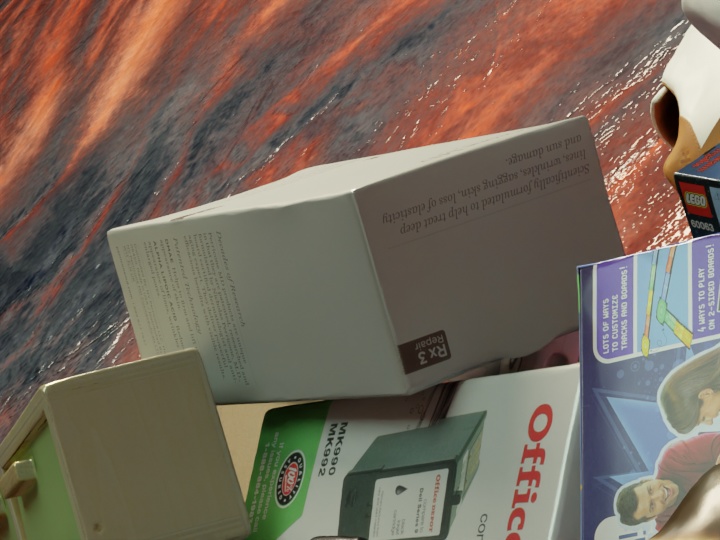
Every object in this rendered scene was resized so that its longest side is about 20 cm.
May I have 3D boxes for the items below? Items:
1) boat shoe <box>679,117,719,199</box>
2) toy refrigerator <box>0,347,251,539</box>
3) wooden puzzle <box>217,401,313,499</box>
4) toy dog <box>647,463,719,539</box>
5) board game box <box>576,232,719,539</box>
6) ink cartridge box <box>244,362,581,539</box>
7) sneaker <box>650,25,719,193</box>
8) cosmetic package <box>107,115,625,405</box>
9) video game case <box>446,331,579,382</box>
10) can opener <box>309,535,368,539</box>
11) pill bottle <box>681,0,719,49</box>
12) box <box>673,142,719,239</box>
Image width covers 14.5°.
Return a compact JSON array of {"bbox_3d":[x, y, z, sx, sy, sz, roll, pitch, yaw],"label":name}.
[{"bbox_3d":[0.209,-0.092,1.154,0.200,0.070,0.070,-55,5,24],"label":"boat shoe"},{"bbox_3d":[-0.107,0.096,1.135,0.070,0.076,0.200,-14,-10,-18],"label":"toy refrigerator"},{"bbox_3d":[-0.034,0.124,1.223,0.185,0.037,0.200,3,76,65],"label":"wooden puzzle"},{"bbox_3d":[0.127,0.132,0.732,0.194,0.140,0.200,-24,48,5],"label":"toy dog"},{"bbox_3d":[0.131,0.081,0.872,0.135,0.034,0.200,-14,64,34],"label":"board game box"},{"bbox_3d":[0.038,0.118,1.018,0.200,0.084,0.146,-13,60,54],"label":"ink cartridge box"},{"bbox_3d":[0.169,-0.105,1.301,0.085,0.073,0.200,-30,25,30],"label":"sneaker"},{"bbox_3d":[0.000,0.000,1.089,0.113,0.081,0.200,-19,5,-33],"label":"cosmetic package"},{"bbox_3d":[0.028,0.056,1.188,0.200,0.023,0.182,26,101,66],"label":"video game case"},{"bbox_3d":[-0.022,0.189,0.942,0.079,0.063,0.200,-14,76,53],"label":"can opener"},{"bbox_3d":[0.202,-0.131,0.895,0.200,0.111,0.111,-53,19,4],"label":"pill bottle"},{"bbox_3d":[0.229,-0.057,1.002,0.200,0.038,0.137,-34,26,-28],"label":"box"}]
